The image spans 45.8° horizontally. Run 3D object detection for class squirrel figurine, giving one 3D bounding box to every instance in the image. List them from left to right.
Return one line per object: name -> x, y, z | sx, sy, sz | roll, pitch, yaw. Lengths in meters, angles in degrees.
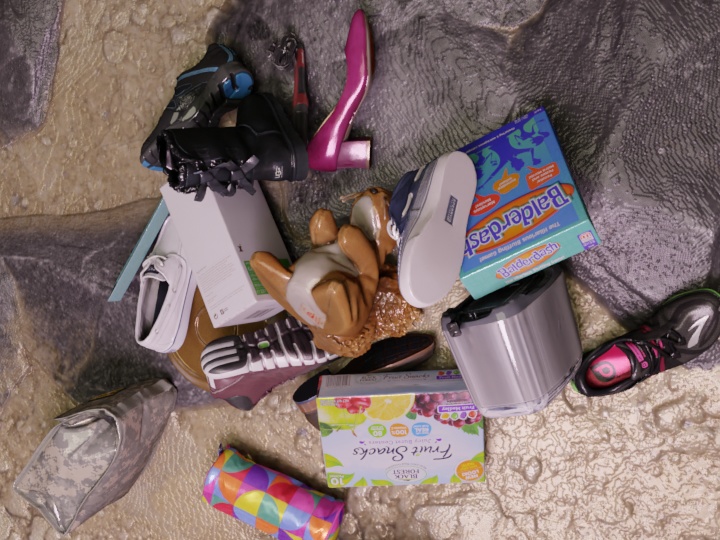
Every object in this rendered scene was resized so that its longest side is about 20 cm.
squirrel figurine -> 0.000, 0.000, 1.052 | 0.141, 0.187, 0.201 | 13, 143, 41

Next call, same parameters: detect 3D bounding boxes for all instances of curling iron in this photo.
curling iron -> -0.087, -0.209, 1.092 | 0.049, 0.026, 0.201 | -7, 80, -5

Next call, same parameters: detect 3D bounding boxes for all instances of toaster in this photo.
toaster -> 0.175, 0.080, 0.969 | 0.113, 0.200, 0.130 | -15, 101, 37

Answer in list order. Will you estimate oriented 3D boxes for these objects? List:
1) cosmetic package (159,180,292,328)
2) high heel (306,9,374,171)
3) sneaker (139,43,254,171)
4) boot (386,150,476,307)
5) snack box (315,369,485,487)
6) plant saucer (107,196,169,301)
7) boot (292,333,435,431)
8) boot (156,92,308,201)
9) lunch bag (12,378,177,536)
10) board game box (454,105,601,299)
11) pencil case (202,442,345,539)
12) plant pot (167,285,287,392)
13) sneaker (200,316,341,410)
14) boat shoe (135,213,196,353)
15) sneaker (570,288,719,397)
cosmetic package -> -0.165, -0.036, 1.094 | 0.085, 0.107, 0.201 | -30, 78, 31
high heel -> -0.032, -0.225, 1.072 | 0.095, 0.067, 0.201 | 3, 100, 7
sneaker -> -0.227, -0.216, 1.148 | 0.200, 0.073, 0.082 | -41, 61, 16
boot -> 0.066, -0.039, 0.950 | 0.073, 0.201, 0.090 | 40, 145, -26
snack box -> 0.052, 0.196, 1.054 | 0.199, 0.053, 0.143 | -3, 119, 6
plant saucer -> -0.295, -0.047, 1.182 | 0.019, 0.070, 0.201 | 27, 105, -15
boot -> 0.021, 0.157, 1.111 | 0.199, 0.075, 0.097 | -25, 112, 10
boot -> -0.167, -0.157, 1.039 | 0.198, 0.162, 0.074 | -125, 35, -47
lunch bag -> -0.352, 0.236, 1.173 | 0.117, 0.164, 0.200 | 39, 105, 8
board game box -> 0.171, -0.081, 0.972 | 0.151, 0.045, 0.201 | -26, 44, 18
pencil case -> -0.117, 0.308, 1.150 | 0.199, 0.088, 0.089 | 24, 102, 13
plant pot -> -0.197, 0.077, 1.180 | 0.199, 0.027, 0.201 | 2, 97, 17
sneaker -> -0.111, 0.128, 1.131 | 0.199, 0.076, 0.116 | -8, 138, -14
boat shoe -> -0.261, 0.008, 1.147 | 0.073, 0.065, 0.201 | -7, 74, 30
sneaker -> 0.333, 0.094, 0.981 | 0.200, 0.084, 0.077 | -37, 85, 18
